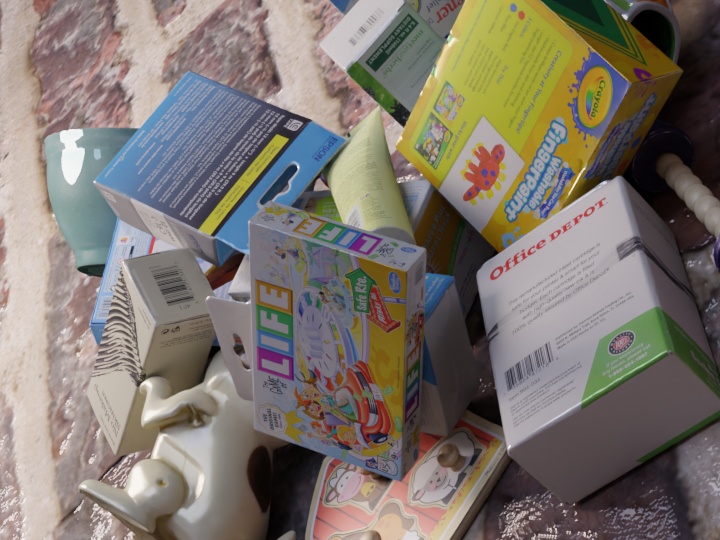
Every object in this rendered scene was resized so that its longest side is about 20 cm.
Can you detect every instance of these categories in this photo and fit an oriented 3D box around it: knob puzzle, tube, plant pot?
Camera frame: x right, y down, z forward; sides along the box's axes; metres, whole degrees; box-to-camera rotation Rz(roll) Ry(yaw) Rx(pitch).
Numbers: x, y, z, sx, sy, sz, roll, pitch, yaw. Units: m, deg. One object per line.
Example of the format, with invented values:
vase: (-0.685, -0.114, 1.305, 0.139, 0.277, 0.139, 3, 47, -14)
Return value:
knob puzzle: (0.017, 0.177, 1.498, 0.219, 0.030, 0.221, -32, 35, 27)
tube: (0.006, -0.067, 1.562, 0.058, 0.052, 0.200, -6, 33, -8)
plant pot: (-0.232, -0.061, 1.940, 0.199, 0.199, 0.135, -7, 78, 48)

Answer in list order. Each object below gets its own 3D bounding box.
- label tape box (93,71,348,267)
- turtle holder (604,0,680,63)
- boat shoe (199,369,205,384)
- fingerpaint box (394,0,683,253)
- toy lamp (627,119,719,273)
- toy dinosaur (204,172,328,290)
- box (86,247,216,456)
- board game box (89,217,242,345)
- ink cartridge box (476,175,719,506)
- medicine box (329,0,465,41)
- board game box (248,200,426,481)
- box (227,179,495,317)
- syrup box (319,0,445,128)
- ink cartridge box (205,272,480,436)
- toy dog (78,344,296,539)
label tape box: (-0.117, -0.082, 1.659, 0.199, 0.066, 0.144, 25, 67, 34)
turtle holder: (0.187, -0.169, 1.550, 0.131, 0.141, 0.186, 15, 67, 55)
boat shoe: (-0.171, 0.055, 1.830, 0.064, 0.074, 0.203, -13, 50, 36)
fingerpaint box: (0.137, -0.127, 1.481, 0.167, 0.073, 0.201, 46, 131, 25)
toy lamp: (0.253, -0.061, 1.431, 0.058, 0.058, 0.200, -43, 31, 9)
toy dinosaur: (-0.083, -0.049, 1.767, 0.105, 0.180, 0.202, 33, 114, 48)
box: (-0.187, 0.075, 1.675, 0.082, 0.068, 0.201, 59, 146, 30)
board game box: (-0.146, 0.005, 1.785, 0.198, 0.037, 0.152, -1, 48, 10)
ink cartridge box: (0.174, 0.049, 1.386, 0.145, 0.084, 0.201, -34, 35, 22)
medicine box: (0.084, -0.277, 1.735, 0.182, 0.200, 0.103, -38, 31, 18)
board game box: (-0.018, 0.056, 1.420, 0.134, 0.201, 0.034, 17, 39, 23)
box: (0.000, 0.000, 1.627, 0.199, 0.101, 0.113, -4, 52, 43)
syrup box: (0.065, -0.152, 1.625, 0.079, 0.200, 0.081, -46, 29, 4)
ink cartridge box: (-0.014, 0.056, 1.496, 0.199, 0.116, 0.068, 7, 41, 29)
toy dog: (-0.116, 0.149, 1.599, 0.193, 0.140, 0.201, 14, 67, 42)
